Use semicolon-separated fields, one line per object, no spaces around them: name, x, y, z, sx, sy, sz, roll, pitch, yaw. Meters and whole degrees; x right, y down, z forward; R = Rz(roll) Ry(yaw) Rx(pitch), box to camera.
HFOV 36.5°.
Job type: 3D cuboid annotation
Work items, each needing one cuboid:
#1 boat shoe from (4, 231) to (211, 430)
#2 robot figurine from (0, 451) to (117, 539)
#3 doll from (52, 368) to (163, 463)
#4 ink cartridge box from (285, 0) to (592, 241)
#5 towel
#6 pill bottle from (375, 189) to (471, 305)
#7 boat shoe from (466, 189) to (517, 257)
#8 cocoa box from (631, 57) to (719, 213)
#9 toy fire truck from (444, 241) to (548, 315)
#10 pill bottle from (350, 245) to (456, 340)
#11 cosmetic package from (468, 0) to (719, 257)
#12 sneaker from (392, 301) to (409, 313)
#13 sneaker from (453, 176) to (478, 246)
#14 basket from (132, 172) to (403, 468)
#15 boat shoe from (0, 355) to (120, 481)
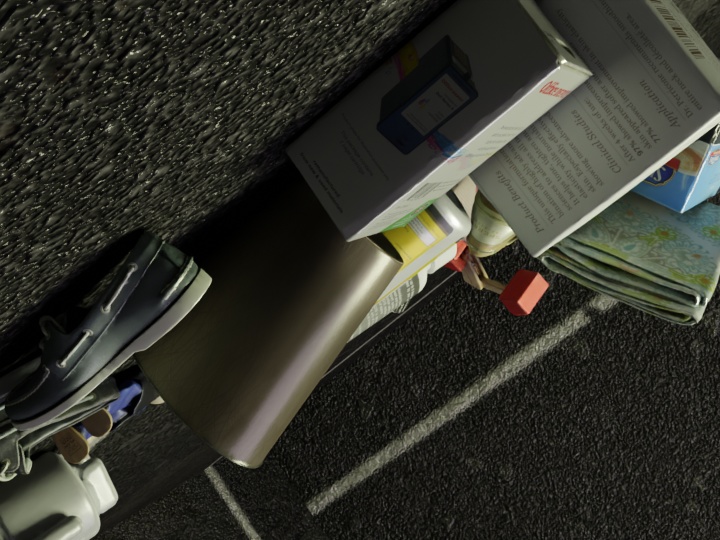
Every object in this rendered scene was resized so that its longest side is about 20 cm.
boat shoe;-0.195;0.043;0.784;0.200;0.062;0.073;-36;-161;22
robot figurine;-0.379;0.286;1.243;0.199;0.114;0.169;-32;-160;-30
doll;-0.256;0.143;1.163;0.136;0.048;0.200;-46;177;17
ink cartridge box;0.063;-0.118;0.816;0.200;0.088;0.145;-37;174;20
towel;0.278;-0.032;1.094;0.200;0.170;0.048;-49;158;-51
pill bottle;-0.004;-0.023;1.016;0.200;0.112;0.112;-37;173;11
boat shoe;0.156;-0.069;1.089;0.063;0.073;0.201;-65;169;27
cocoa box;0.324;-0.155;1.127;0.200;0.133;0.132;-20;134;-57
toy fire truck;0.135;-0.012;1.401;0.049;0.141;0.200;-52;-157;-12
pill bottle;0.000;0.000;1.185;0.199;0.114;0.114;-34;173;-17
cosmetic package;0.193;-0.145;0.936;0.200;0.168;0.166;-38;174;26
sneaker;0.014;0.005;1.409;0.200;0.090;0.079;-1;117;-61
sneaker;0.102;-0.096;1.286;0.075;0.105;0.200;-45;-158;5
basket;-0.072;0.026;0.893;0.200;0.180;0.136;-47;145;8
boat shoe;-0.280;0.129;0.850;0.199;0.071;0.072;-35;173;-12
